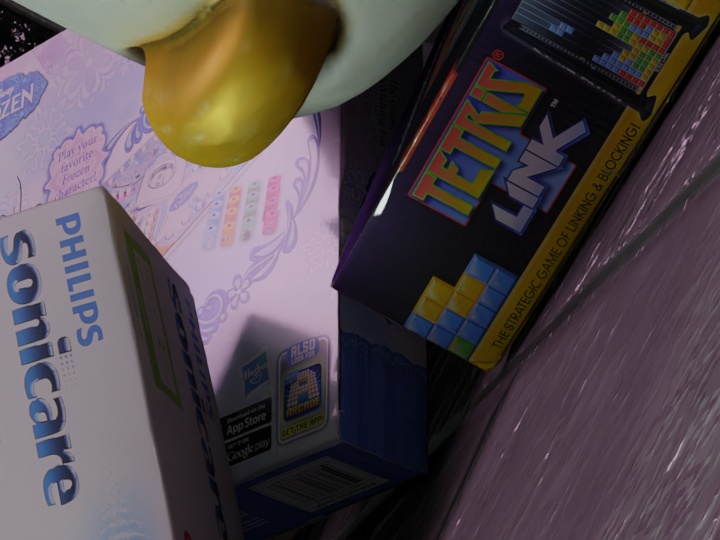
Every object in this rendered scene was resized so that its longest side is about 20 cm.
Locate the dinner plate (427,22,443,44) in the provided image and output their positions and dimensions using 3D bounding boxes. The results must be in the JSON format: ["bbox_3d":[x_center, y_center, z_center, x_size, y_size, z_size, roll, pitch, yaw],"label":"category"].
[{"bbox_3d":[-0.018,-0.026,1.135,0.200,0.024,0.200,-32,-24,-16],"label":"dinner plate"}]

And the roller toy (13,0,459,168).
[{"bbox_3d":[-0.027,-0.142,0.783,0.183,0.139,0.200,-55,26,19],"label":"roller toy"}]

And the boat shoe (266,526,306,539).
[{"bbox_3d":[-0.048,0.076,1.111,0.200,0.066,0.074,-56,6,51],"label":"boat shoe"}]

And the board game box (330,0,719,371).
[{"bbox_3d":[0.068,-0.094,0.798,0.166,0.057,0.200,-59,5,36],"label":"board game box"}]

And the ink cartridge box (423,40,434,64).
[{"bbox_3d":[0.000,0.000,0.981,0.160,0.047,0.200,-46,19,0],"label":"ink cartridge box"}]

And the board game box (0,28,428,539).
[{"bbox_3d":[-0.063,-0.001,0.896,0.200,0.043,0.200,-24,54,38],"label":"board game box"}]

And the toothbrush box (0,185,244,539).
[{"bbox_3d":[-0.138,0.082,0.777,0.086,0.199,0.146,58,-162,-66],"label":"toothbrush box"}]
